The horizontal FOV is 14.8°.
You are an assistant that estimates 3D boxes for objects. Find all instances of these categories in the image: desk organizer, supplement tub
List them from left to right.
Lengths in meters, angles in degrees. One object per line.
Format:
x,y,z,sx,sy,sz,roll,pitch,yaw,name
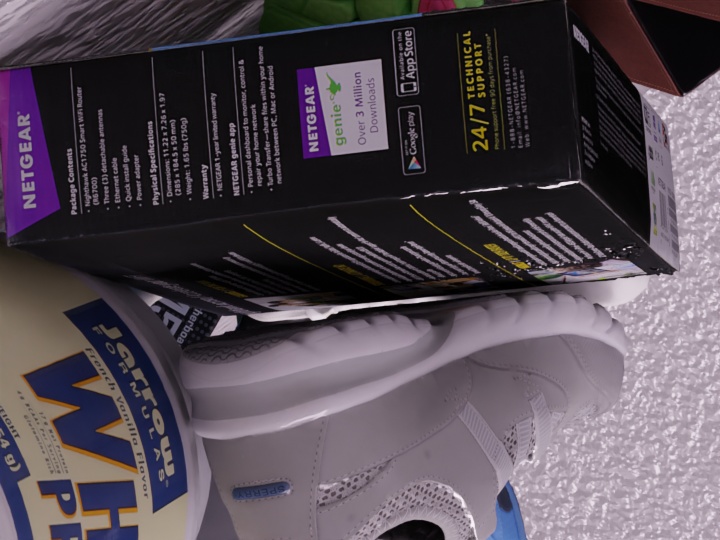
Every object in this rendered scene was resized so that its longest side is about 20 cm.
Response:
-0.126,0.065,0.728,0.145,0.145,0.200,-36,177,16,supplement tub
0.128,-0.103,0.935,0.072,0.077,0.200,-36,-160,-8,desk organizer

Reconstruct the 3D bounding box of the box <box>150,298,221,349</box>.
-0.090,0.036,1.092,0.160,0.044,0.200,-61,-178,-12,box

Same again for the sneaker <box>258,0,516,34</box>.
0.018,-0.086,0.887,0.084,0.077,0.200,-64,176,-6,sneaker

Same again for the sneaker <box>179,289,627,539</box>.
0.015,0.051,0.824,0.075,0.082,0.200,-6,180,36,sneaker

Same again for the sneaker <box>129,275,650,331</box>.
0.000,0.000,0.925,0.199,0.073,0.072,4,170,19,sneaker

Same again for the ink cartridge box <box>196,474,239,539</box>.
-0.069,0.148,0.918,0.086,0.147,0.200,-2,158,-22,ink cartridge box

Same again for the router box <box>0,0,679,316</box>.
0.003,-0.025,0.772,0.149,0.051,0.200,-6,172,12,router box

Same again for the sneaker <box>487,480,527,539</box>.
0.018,0.087,1.018,0.066,0.079,0.200,-19,137,6,sneaker

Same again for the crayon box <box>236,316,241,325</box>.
0.021,-0.007,1.063,0.058,0.119,0.200,14,131,-23,crayon box
